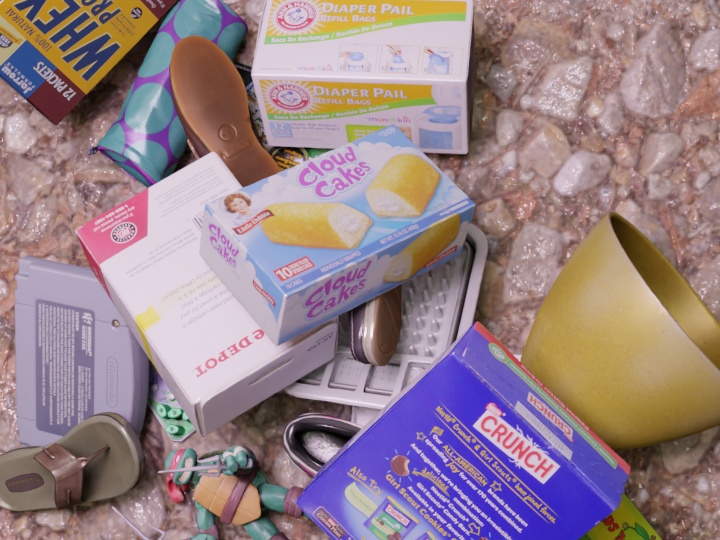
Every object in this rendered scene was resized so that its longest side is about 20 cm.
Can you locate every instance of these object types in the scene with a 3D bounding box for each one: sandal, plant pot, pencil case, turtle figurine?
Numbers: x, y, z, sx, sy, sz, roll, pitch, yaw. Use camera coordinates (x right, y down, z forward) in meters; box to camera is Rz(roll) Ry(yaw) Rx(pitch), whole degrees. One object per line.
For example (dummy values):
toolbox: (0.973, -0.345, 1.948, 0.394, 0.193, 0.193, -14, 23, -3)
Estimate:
sandal: (-0.282, 0.194, 1.155, 0.200, 0.057, 0.080, -23, 97, 27)
plant pot: (0.222, 0.073, 1.044, 0.142, 0.200, 0.201, -41, 71, 19)
pencil case: (-0.190, -0.184, 1.238, 0.085, 0.092, 0.201, 30, 82, -21)
turtle figurine: (-0.117, 0.210, 1.119, 0.199, 0.101, 0.150, 24, 119, 4)

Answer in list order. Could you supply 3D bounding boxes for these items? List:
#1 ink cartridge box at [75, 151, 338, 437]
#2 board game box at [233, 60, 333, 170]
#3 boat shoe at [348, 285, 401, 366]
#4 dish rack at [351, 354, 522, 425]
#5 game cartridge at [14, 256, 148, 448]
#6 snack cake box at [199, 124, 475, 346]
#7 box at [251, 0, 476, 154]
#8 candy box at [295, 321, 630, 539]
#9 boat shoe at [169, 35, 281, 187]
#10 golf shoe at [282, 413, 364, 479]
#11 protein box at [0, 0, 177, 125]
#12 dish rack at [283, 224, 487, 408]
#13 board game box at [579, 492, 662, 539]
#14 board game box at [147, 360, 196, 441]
ink cartridge box: (-0.131, 0.020, 1.066, 0.145, 0.084, 0.200, -30, 67, -17)
board game box: (-0.057, -0.131, 1.229, 0.199, 0.023, 0.105, 21, 81, 17)
boat shoe: (0.000, 0.000, 1.090, 0.064, 0.072, 0.201, -7, 53, 13)
dish rack: (0.082, 0.157, 1.120, 0.199, 0.044, 0.173, 2, 78, 14)
game cartridge: (-0.266, 0.093, 1.172, 0.132, 0.042, 0.201, 10, 108, 15)
snack cake box: (-0.019, -0.034, 1.017, 0.199, 0.067, 0.115, -26, 60, -30)
box: (0.006, -0.186, 1.159, 0.199, 0.113, 0.102, 3, 59, 8)
candy box: (0.078, 0.167, 0.956, 0.169, 0.077, 0.200, 44, 119, 0)
boat shoe: (-0.132, -0.124, 1.180, 0.070, 0.070, 0.201, -21, 82, -20)
golf shoe: (0.023, 0.178, 1.059, 0.199, 0.092, 0.073, 16, 81, 15)
protein box: (-0.316, -0.293, 1.230, 0.199, 0.135, 0.200, -46, 47, 0)
dish rack: (0.023, 0.042, 1.133, 0.170, 0.044, 0.201, 6, 60, 17)
board game box: (0.175, 0.190, 1.029, 0.048, 0.102, 0.200, -39, 89, -17)
board game box: (-0.162, 0.031, 1.213, 0.200, 0.026, 0.200, -38, 72, 1)
